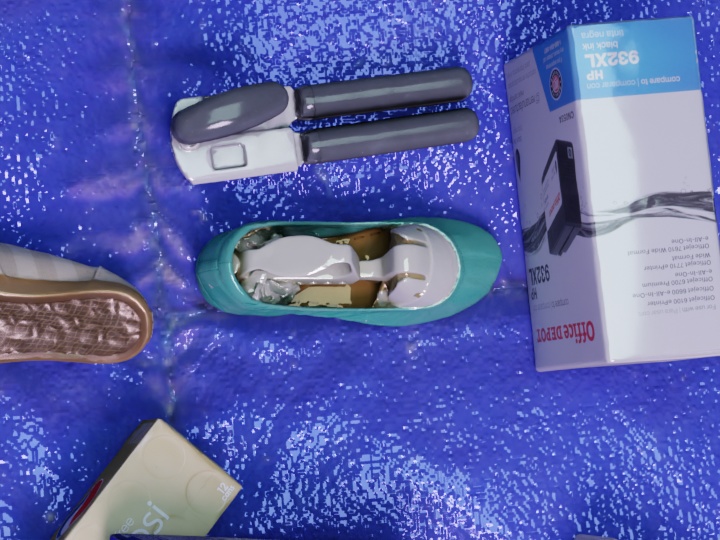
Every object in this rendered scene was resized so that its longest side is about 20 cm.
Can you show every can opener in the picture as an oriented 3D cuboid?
[{"bbox_3d":[-0.019,-0.092,1.349,0.198,0.067,0.054,-9,88,-14],"label":"can opener"}]

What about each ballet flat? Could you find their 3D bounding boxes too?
[{"bbox_3d":[0.000,0.000,1.345,0.198,0.070,0.068,-2,86,-14],"label":"ballet flat"}]

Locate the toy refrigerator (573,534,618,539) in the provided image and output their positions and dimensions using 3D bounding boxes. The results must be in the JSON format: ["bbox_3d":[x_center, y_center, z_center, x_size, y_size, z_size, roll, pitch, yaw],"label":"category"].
[{"bbox_3d":[0.213,0.245,1.376,0.199,0.076,0.070,31,79,-10],"label":"toy refrigerator"}]

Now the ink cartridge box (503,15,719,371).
[{"bbox_3d":[0.154,-0.042,1.348,0.083,0.145,0.202,-5,87,-13],"label":"ink cartridge box"}]

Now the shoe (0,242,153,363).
[{"bbox_3d":[-0.222,0.019,1.304,0.198,0.053,0.070,7,116,-9],"label":"shoe"}]

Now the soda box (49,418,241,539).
[{"bbox_3d":[-0.158,0.185,1.295,0.068,0.064,0.200,39,78,-8],"label":"soda box"}]

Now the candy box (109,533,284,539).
[{"bbox_3d":[-0.053,0.242,1.273,0.198,0.077,0.171,7,93,-29],"label":"candy box"}]
